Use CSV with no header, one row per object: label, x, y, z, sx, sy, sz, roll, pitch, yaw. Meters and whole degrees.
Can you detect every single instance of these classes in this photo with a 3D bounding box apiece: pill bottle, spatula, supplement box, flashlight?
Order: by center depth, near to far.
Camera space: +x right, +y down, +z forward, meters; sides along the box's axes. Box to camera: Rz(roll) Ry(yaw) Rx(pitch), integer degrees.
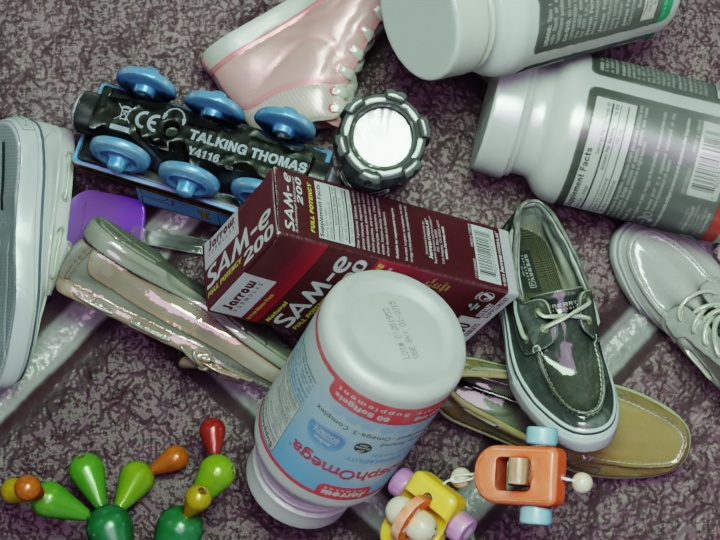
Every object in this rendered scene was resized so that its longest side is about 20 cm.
pill bottle,-0.010,0.098,1.490,0.109,0.200,0.109,14,49,-16
pill bottle,0.122,-0.201,1.499,0.200,0.113,0.113,-17,86,-30
supplement box,0.000,0.000,1.506,0.200,0.109,0.061,14,51,-28
flashlight,0.011,-0.083,1.509,0.068,0.200,0.068,14,85,-3
pill bottle,0.190,-0.097,1.565,0.200,0.116,0.116,14,84,-2
spatula,-0.125,-0.019,1.585,0.200,0.021,0.057,9,91,-4

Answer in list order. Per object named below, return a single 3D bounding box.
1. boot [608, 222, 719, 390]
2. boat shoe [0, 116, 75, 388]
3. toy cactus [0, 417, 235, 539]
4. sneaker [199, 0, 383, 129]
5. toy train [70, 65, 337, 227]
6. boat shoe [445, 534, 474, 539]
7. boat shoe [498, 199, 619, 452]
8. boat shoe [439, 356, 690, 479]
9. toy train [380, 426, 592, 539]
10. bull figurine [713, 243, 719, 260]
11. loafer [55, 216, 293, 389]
boot,0.268,0.036,1.567,0.074,0.096,0.200,-43,89,-6
boat shoe,-0.239,-0.011,1.553,0.067,0.074,0.200,2,99,-41
toy cactus,-0.171,0.201,1.517,0.200,0.102,0.165,-21,71,-5
sneaker,-0.011,-0.168,1.578,0.200,0.075,0.105,-32,83,2
toy train,-0.113,-0.079,1.537,0.200,0.114,0.087,16,69,6
boat shoe,0.085,0.275,1.540,0.071,0.072,0.200,-19,85,-1
boat shoe,0.136,0.036,1.528,0.072,0.071,0.200,-10,55,-15
boat shoe,0.151,0.112,1.564,0.200,0.076,0.072,11,84,-3
toy train,0.076,0.203,1.473,0.150,0.056,0.200,6,84,26
bull figurine,0.372,-0.006,1.595,0.200,0.065,0.122,-10,90,-2
loafer,-0.131,0.039,1.555,0.200,0.072,0.063,36,98,-12
